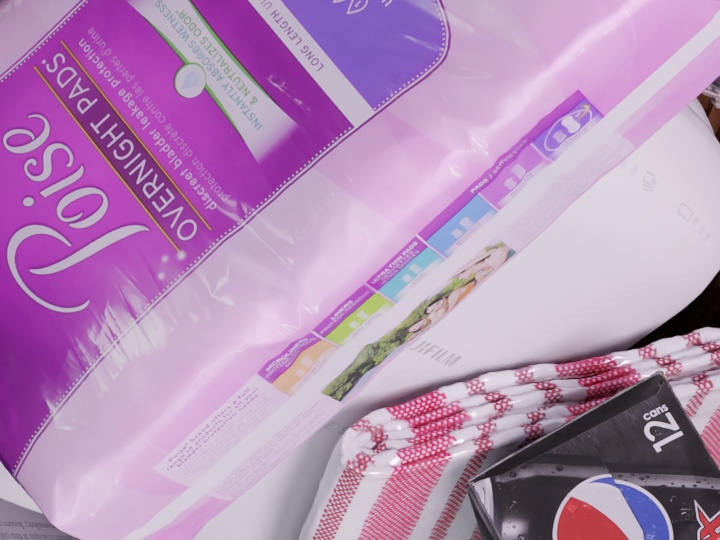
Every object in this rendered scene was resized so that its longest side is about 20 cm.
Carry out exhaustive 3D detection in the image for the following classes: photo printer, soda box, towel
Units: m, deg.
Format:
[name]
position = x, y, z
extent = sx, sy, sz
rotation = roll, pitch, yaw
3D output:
[photo printer]
position = 0.000, 0.000, 0.759
extent = 0.200, 0.069, 0.166
rotation = -37, 146, 21
[soda box]
position = 0.082, 0.108, 0.802
extent = 0.063, 0.071, 0.200
rotation = -27, 154, -4
[towel]
position = 0.067, 0.062, 0.822
extent = 0.200, 0.030, 0.146
rotation = -13, 151, -22

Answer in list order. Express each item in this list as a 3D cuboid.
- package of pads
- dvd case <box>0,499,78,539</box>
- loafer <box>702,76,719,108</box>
[package of pads]
position = -0.018, -0.040, 0.635
extent = 0.121, 0.200, 0.076
rotation = 52, -172, 24
[dvd case]
position = -0.077, 0.141, 0.939
extent = 0.025, 0.200, 0.150
rotation = -43, 154, 19
[loafer]
position = 0.145, -0.049, 0.704
extent = 0.200, 0.072, 0.063
rotation = 16, 148, 5
